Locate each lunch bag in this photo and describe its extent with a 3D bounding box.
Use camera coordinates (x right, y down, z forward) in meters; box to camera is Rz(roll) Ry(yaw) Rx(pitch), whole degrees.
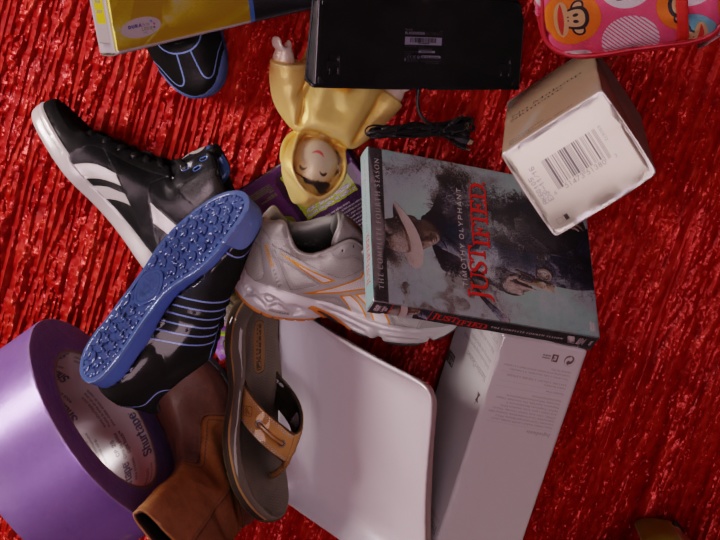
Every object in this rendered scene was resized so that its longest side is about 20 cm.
[{"bbox_3d":[0.213,-0.266,1.325,0.175,0.082,0.201,-6,116,6],"label":"lunch bag"}]

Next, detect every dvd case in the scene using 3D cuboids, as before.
[{"bbox_3d":[0.096,-0.019,1.418,0.199,0.147,0.022,10,149,-18],"label":"dvd case"}]

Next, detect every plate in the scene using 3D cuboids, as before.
[{"bbox_3d":[0.001,0.146,1.488,0.032,0.199,0.201,-19,122,-35],"label":"plate"}]

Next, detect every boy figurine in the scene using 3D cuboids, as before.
[{"bbox_3d":[-0.022,-0.150,1.430,0.124,0.064,0.201,22,92,-22],"label":"boy figurine"}]

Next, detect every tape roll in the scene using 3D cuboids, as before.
[{"bbox_3d":[-0.246,0.147,1.487,0.085,0.200,0.200,-35,100,13],"label":"tape roll"}]

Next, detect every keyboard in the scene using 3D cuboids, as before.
[{"bbox_3d":[0.045,-0.160,1.414,0.199,0.021,0.128,-2,102,-29],"label":"keyboard"}]

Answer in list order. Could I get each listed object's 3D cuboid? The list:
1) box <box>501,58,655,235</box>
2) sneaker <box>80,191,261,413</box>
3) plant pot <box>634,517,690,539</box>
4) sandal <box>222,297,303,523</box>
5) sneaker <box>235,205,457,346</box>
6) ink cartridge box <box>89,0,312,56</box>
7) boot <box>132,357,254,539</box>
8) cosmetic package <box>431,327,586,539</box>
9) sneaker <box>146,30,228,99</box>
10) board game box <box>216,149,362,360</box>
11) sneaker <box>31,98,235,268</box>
[{"bbox_3d":[0.169,-0.105,1.377,0.095,0.200,0.078,-33,101,12],"label":"box"},{"bbox_3d":[-0.139,0.028,1.426,0.200,0.070,0.078,-48,129,6],"label":"sneaker"},{"bbox_3d":[0.253,0.340,1.504,0.181,0.199,0.200,-40,98,7],"label":"plant pot"},{"bbox_3d":[-0.075,0.118,1.494,0.054,0.082,0.201,3,95,27],"label":"sandal"},{"bbox_3d":[0.000,0.000,1.456,0.199,0.076,0.092,9,118,-14],"label":"sneaker"},{"bbox_3d":[-0.131,-0.287,1.379,0.197,0.047,0.201,-19,109,-30],"label":"ink cartridge box"},{"bbox_3d":[-0.158,0.164,1.482,0.068,0.200,0.189,-22,105,22],"label":"boot"},{"bbox_3d":[0.112,0.130,1.489,0.081,0.113,0.201,13,105,-17],"label":"cosmetic package"},{"bbox_3d":[-0.166,-0.231,1.436,0.070,0.078,0.201,-19,103,10],"label":"sneaker"},{"bbox_3d":[-0.071,-0.022,1.513,0.199,0.032,0.120,-31,97,13],"label":"board game box"},{"bbox_3d":[-0.176,-0.089,1.479,0.112,0.073,0.200,-40,90,9],"label":"sneaker"}]
